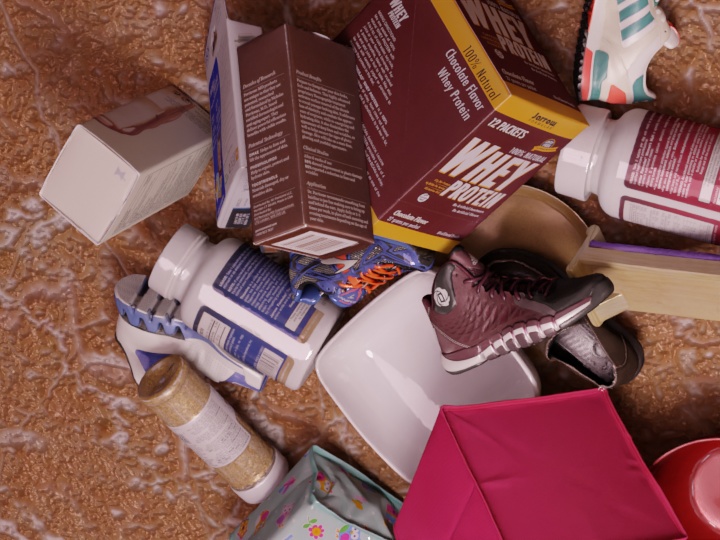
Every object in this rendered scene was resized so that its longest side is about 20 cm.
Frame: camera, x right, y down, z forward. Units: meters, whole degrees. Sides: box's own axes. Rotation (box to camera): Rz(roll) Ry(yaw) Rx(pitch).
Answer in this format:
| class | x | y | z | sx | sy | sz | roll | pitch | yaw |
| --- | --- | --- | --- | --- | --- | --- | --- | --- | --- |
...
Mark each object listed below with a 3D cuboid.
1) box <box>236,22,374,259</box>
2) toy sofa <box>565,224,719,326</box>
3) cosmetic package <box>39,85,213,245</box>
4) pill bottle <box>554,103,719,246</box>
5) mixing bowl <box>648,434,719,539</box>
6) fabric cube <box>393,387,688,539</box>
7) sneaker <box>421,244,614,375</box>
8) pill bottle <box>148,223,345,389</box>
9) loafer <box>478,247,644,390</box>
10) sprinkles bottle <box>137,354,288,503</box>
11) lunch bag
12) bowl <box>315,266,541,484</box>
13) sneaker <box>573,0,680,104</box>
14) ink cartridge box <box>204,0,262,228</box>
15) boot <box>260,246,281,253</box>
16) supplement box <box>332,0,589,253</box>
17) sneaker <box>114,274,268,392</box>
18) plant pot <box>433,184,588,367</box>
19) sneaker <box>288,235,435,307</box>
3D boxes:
| class | x | y | z | sx | sy | sz | roll | pitch | yaw |
| --- | --- | --- | --- | --- | --- | --- | --- | --- | --- |
| box | -0.052 | -0.119 | 1.474 | 0.075 | 0.100 | 0.201 | -16 | 71 | 38 |
| toy sofa | 0.307 | 0.002 | 1.509 | 0.200 | 0.098 | 0.083 | 7 | 141 | 43 |
| cosmetic package | -0.238 | -0.116 | 1.669 | 0.087 | 0.200 | 0.103 | 39 | 116 | 6 |
| pill bottle | 0.296 | -0.094 | 1.521 | 0.199 | 0.110 | 0.110 | 17 | 112 | 15 |
| mixing bowl | 0.378 | 0.244 | 1.597 | 0.199 | 0.108 | 0.201 | 6 | 108 | 19 |
| fabric cube | 0.169 | 0.260 | 1.568 | 0.200 | 0.195 | 0.200 | 107 | 150 | -42 |
| sneaker | 0.138 | 0.017 | 1.524 | 0.200 | 0.076 | 0.116 | -27 | 92 | 31 |
| pill bottle | -0.126 | 0.035 | 1.716 | 0.200 | 0.111 | 0.111 | 31 | 115 | 4 |
| loafer | 0.199 | 0.049 | 1.595 | 0.200 | 0.071 | 0.073 | 34 | 115 | 8 |
| sprinkles bottle | -0.163 | 0.179 | 1.760 | 0.068 | 0.068 | 0.200 | -24 | 126 | 25 |
| lunch bag | -0.023 | 0.321 | 1.766 | 0.200 | 0.122 | 0.170 | 33 | 114 | -21 |
| bowl | 0.079 | 0.106 | 1.659 | 0.200 | 0.075 | 0.200 | -41 | 88 | 27 |
| sneaker | 0.265 | -0.255 | 1.516 | 0.093 | 0.070 | 0.201 | 9 | 108 | 0 |
| ink cartridge box | -0.125 | -0.166 | 1.604 | 0.047 | 0.198 | 0.201 | -1 | 75 | -11 |
| boot | -0.063 | -0.117 | 1.686 | 0.097 | 0.075 | 0.201 | 0 | 110 | 4 |
| supplement box | 0.073 | -0.161 | 1.528 | 0.200 | 0.133 | 0.198 | -43 | 56 | 27 |
| sneaker | -0.197 | 0.092 | 1.796 | 0.199 | 0.081 | 0.115 | 26 | 128 | 4 |
| plant pot | 0.160 | 0.003 | 1.651 | 0.199 | 0.027 | 0.201 | 6 | 108 | 19 |
| sneaker | 0.000 | 0.000 | 1.615 | 0.200 | 0.075 | 0.079 | -6 | 69 | 49 |
